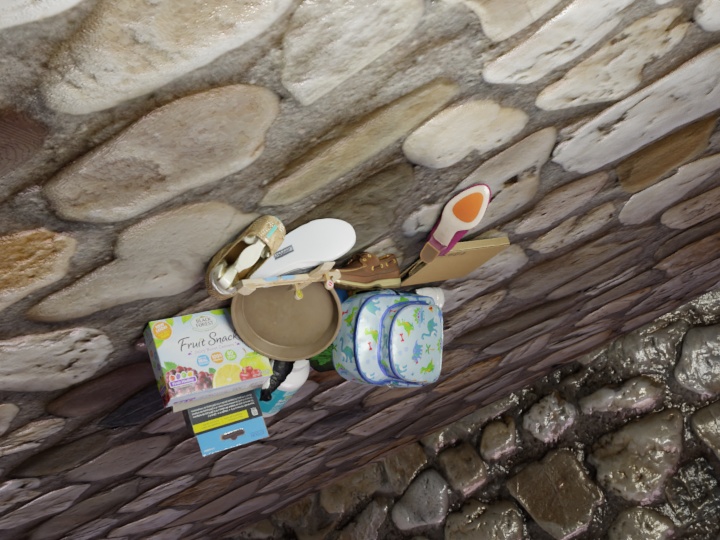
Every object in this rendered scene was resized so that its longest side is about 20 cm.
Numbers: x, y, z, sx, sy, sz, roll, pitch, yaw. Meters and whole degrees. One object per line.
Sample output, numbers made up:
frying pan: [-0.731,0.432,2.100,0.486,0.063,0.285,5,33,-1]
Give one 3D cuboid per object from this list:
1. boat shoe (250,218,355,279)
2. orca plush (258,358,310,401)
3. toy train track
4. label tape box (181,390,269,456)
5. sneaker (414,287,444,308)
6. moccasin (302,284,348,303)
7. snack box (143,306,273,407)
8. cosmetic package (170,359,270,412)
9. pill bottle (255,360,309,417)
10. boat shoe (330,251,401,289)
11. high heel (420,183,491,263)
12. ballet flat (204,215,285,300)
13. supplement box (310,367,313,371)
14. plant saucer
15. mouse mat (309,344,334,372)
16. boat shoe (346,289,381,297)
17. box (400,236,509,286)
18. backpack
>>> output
boat shoe: [-0.098,-0.022,1.445,0.197,0.073,0.068,-24,159,3]
orca plush: [-0.129,0.155,1.657,0.070,0.203,0.106,14,149,12]
toy train track: [-0.109,0.026,1.409,0.197,0.033,0.114,-5,160,-42]
label tape box: [-0.281,0.260,1.743,0.142,0.203,0.063,-12,160,-26]
sneaker: [0.097,0.096,1.956,0.087,0.076,0.200,9,138,-34]
moccasin: [-0.075,0.055,1.640,0.067,0.082,0.200,-28,158,10]
snack box: [-0.270,0.148,1.569,0.197,0.145,0.053,-10,158,-32]
cosmetic package: [-0.277,0.181,1.672,0.196,0.104,0.089,-15,131,-24]
pill bottle: [-0.173,0.212,1.806,0.109,0.112,0.200,-8,153,-34]
boat shoe: [0.001,0.000,1.615,0.071,0.069,0.198,-1,180,41]
high heel: [0.180,-0.099,1.607,0.200,0.067,0.096,-46,179,38]
ballet flat: [-0.192,-0.010,1.371,0.200,0.070,0.066,-46,-171,33]
supplement box: [-0.065,0.146,1.897,0.198,0.062,0.108,-29,159,18]
plant saucer: [-0.129,0.070,1.549,0.195,0.030,0.204,0,121,0]
mouse mat: [-0.064,0.149,1.777,0.197,0.008,0.161,-13,132,40]
boat shoe: [0.030,0.076,1.812,0.068,0.073,0.198,-35,157,32]
box: [0.188,-0.017,1.810,0.197,0.022,0.163,-8,160,-38]
backpack: [0.055,0.126,1.640,0.197,0.188,0.146,4,178,-36]
